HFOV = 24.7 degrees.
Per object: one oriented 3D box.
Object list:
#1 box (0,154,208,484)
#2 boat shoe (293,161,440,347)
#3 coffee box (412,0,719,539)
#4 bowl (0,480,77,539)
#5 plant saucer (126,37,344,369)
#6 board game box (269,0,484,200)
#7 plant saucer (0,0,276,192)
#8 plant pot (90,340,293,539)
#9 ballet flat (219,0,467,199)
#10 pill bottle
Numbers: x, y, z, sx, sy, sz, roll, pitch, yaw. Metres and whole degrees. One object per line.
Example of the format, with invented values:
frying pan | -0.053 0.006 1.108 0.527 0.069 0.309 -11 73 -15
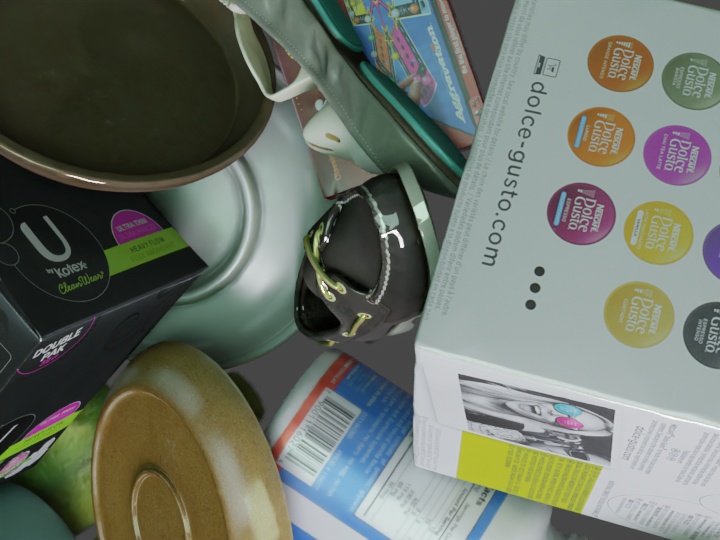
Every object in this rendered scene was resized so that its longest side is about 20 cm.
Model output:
box | -0.211 0.032 0.894 0.124 0.149 0.200 48 122 9
boat shoe | 0.000 0.000 0.858 0.061 0.201 0.072 -13 76 -9
coffee box | 0.145 0.006 0.800 0.198 0.200 0.200 15 69 7
bowl | -0.260 0.216 0.946 0.201 0.105 0.201 -5 79 28
plant saucer | -0.107 -0.036 0.952 0.200 0.050 0.200 1 96 10
board game box | -0.003 -0.150 0.924 0.103 0.019 0.200 -20 85 13
plant saucer | -0.144 -0.116 0.887 0.200 0.200 0.029 36 136 4
plant pot | -0.102 0.140 0.916 0.200 0.027 0.200 16 110 52
ballet flat | -0.015 -0.099 0.879 0.064 0.067 0.200 -41 69 14
pill bottle | 0.036 0.140 0.915 0.200 0.112 0.112 34 101 5
